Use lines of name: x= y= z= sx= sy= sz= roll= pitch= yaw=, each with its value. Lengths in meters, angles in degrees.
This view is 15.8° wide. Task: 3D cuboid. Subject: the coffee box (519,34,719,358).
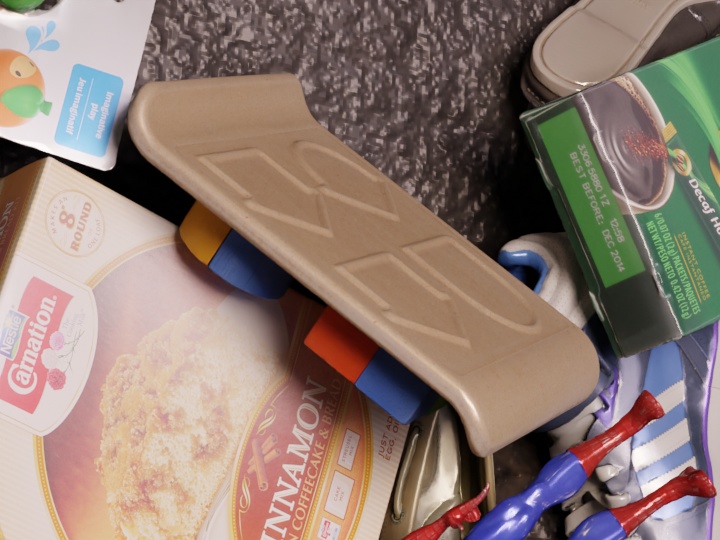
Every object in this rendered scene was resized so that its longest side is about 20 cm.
coffee box: x=0.166 y=-0.046 z=1.214 sx=0.200 sy=0.044 sz=0.124 roll=-21 pitch=89 yaw=-48

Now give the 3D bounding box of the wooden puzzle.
wooden puzzle: x=0.000 y=0.000 z=1.086 sx=0.200 sy=0.046 sz=0.185 roll=43 pitch=18 yaw=11

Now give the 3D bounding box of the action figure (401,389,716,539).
action figure: x=0.055 y=0.128 z=1.107 sx=0.199 sy=0.052 sz=0.066 roll=-34 pitch=92 yaw=-4

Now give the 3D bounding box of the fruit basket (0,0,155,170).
fruit basket: x=-0.170 y=-0.155 z=1.032 sx=0.199 sy=0.094 sz=0.186 roll=17 pitch=70 yaw=-11

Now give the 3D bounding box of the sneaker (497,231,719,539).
sneaker: x=0.098 y=0.081 z=1.202 sx=0.146 sy=0.080 sz=0.201 roll=16 pitch=73 yaw=-26

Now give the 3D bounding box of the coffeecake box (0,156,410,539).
coffeecake box: x=-0.086 y=0.070 z=1.072 sx=0.199 sy=0.073 sz=0.154 roll=29 pitch=64 yaw=-27

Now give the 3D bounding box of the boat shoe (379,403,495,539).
boat shoe: x=0.036 y=0.140 z=1.150 sx=0.073 sy=0.063 sz=0.202 roll=5 pitch=77 yaw=-34

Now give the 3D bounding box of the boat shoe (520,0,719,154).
boat shoe: x=0.142 y=-0.123 z=1.293 sx=0.067 sy=0.057 sz=0.200 roll=36 pitch=50 yaw=17
